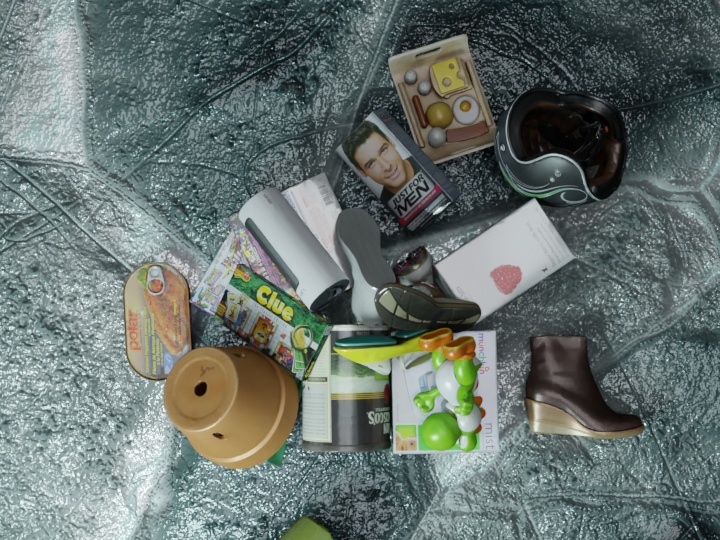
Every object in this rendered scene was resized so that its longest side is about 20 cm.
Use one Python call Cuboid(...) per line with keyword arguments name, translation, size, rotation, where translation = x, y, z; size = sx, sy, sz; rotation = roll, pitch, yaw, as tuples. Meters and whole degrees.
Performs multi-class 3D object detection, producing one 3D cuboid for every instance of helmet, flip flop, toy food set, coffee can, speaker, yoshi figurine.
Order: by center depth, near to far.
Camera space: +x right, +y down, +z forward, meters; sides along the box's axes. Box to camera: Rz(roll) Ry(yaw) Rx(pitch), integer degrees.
Cuboid(name="flip flop", translation=(0.101, 0.049, 1.554), size=(0.200, 0.081, 0.058), rotation=(9, 47, -35))
Cuboid(name="yoshi figurine", translation=(0.132, 0.198, 1.558), size=(0.112, 0.112, 0.200), rotation=(-5, 110, 12))
Cuboid(name="speaker", translation=(-0.104, -0.034, 1.600), size=(0.081, 0.081, 0.200), rotation=(-38, 74, -3))
Cuboid(name="coffee can", translation=(-0.024, 0.189, 1.648), size=(0.146, 0.146, 0.200), rotation=(-1, 86, -1))
Cuboid(name="helmet", translation=(0.318, -0.200, 1.656), size=(0.191, 0.200, 0.200), rotation=(14, 85, 39))
Cuboid(name="toy food set", translation=(0.146, -0.290, 1.726), size=(0.143, 0.060, 0.200), rotation=(-18, 87, -1))

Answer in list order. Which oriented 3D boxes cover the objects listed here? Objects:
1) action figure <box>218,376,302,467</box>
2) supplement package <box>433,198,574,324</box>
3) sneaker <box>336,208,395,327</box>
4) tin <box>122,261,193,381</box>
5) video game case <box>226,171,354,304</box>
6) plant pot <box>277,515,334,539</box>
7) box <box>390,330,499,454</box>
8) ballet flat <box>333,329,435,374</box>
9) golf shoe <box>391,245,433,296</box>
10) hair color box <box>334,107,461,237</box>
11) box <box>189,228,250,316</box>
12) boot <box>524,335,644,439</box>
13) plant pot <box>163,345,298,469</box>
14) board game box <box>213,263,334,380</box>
Cuboid(name="action figure", translation=(-0.142, 0.213, 1.692), size=(0.118, 0.055, 0.200), rotation=(26, 82, 3))
Cuboid(name="supplement package", translation=(0.230, -0.011, 1.677), size=(0.200, 0.120, 0.121), rotation=(-34, 88, -2))
Cuboid(name="sneaker", translation=(0.000, 0.000, 1.624), size=(0.074, 0.116, 0.200), rotation=(-4, 45, -14))
Cuboid(name="tin", translation=(-0.342, 0.086, 1.708), size=(0.112, 0.042, 0.200), rotation=(-3, 86, -5))
Cuboid(name="video game case", translation=(-0.099, -0.037, 1.680), size=(0.181, 0.036, 0.200), rotation=(-26, 86, -5))
Cuboid(name="plant pot", translation=(-0.100, 0.504, 1.622), size=(0.200, 0.200, 0.190), rotation=(38, 73, 2))
Cuboid(name="box", translation=(0.138, 0.200, 1.676), size=(0.176, 0.097, 0.200), rotation=(0, 85, 2))
Cuboid(name="ballet flat", translation=(0.052, 0.126, 1.577), size=(0.200, 0.067, 0.067), rotation=(-10, 102, -29))
Cuboid(name="golf shoe", translation=(0.094, 0.017, 1.635), size=(0.073, 0.200, 0.092), rotation=(-40, 86, -8))
Cuboid(name="hair color box", translation=(0.063, -0.165, 1.698), size=(0.200, 0.061, 0.099), rotation=(48, 116, 3))
Cuboid(name="box", translation=(-0.179, 0.001, 1.713), size=(0.137, 0.039, 0.200), rotation=(30, 86, 1))
Cuboid(name="boot", translation=(0.376, 0.193, 1.688), size=(0.200, 0.072, 0.166), rotation=(3, 88, 3))
Cuboid(name="plant pot", translation=(-0.219, 0.205, 1.610), size=(0.200, 0.140, 0.200), rotation=(-10, 66, 23))
Cuboid(name="board game box", translation=(-0.142, 0.081, 1.625), size=(0.200, 0.023, 0.105), rotation=(31, 101, 26))
